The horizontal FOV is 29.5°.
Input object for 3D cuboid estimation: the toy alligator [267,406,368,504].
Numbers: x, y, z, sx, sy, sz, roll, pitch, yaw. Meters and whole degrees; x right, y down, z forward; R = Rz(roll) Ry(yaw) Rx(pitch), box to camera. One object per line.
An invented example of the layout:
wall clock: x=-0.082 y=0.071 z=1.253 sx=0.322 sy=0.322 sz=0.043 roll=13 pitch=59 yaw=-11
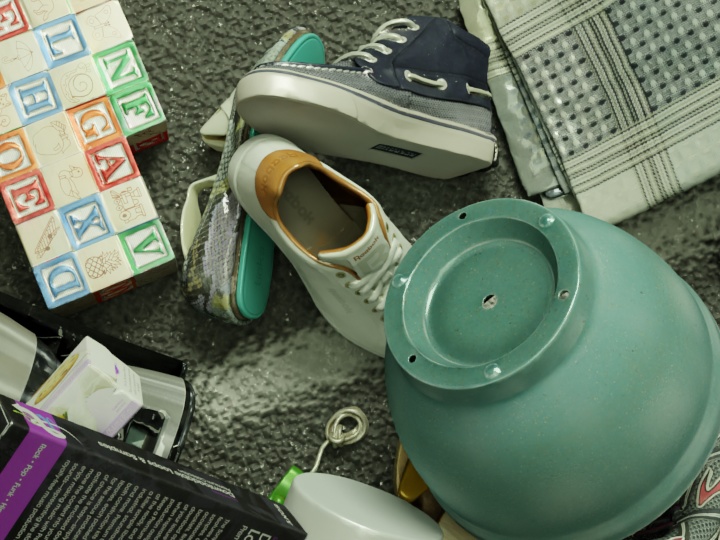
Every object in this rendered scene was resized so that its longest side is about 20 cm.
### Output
toy alligator: x=-0.059 y=0.166 z=0.867 sx=0.059 sy=0.054 sz=0.200 roll=38 pitch=80 yaw=1

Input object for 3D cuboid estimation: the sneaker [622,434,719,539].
sneaker: x=0.194 y=0.145 z=0.843 sx=0.080 sy=0.200 sz=0.075 roll=-19 pitch=94 yaw=36

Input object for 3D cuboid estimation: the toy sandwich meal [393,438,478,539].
toy sandwich meal: x=0.110 y=0.140 z=0.878 sx=0.203 sy=0.070 sz=0.207 roll=1 pitch=82 yaw=-5

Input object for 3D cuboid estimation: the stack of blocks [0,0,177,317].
stack of blocks: x=-0.183 y=-0.084 z=0.889 sx=0.114 sy=0.059 sz=0.201 roll=-22 pitch=84 yaw=-8

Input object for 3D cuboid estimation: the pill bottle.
pill bottle: x=-0.027 y=0.231 z=0.808 sx=0.113 sy=0.114 sz=0.201 roll=19 pitch=95 yaw=-2

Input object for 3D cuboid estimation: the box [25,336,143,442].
box: x=-0.194 y=0.123 z=0.721 sx=0.039 sy=0.041 sz=0.200 roll=41 pitch=97 yaw=-21

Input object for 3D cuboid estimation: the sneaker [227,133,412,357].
sneaker: x=0.000 y=0.000 z=0.852 sx=0.200 sy=0.085 sz=0.073 roll=42 pitch=84 yaw=-27

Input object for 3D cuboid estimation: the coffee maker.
coffee maker: x=-0.214 y=0.066 z=0.823 sx=0.199 sy=0.192 sz=0.135 roll=26 pitch=103 yaw=-22

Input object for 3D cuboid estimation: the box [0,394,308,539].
box: x=-0.141 y=0.160 z=0.715 sx=0.199 sy=0.036 sz=0.143 roll=30 pitch=99 yaw=-37

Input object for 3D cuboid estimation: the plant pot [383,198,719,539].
plant pot: x=0.093 y=0.043 z=0.779 sx=0.199 sy=0.134 sz=0.202 roll=-18 pitch=51 yaw=23

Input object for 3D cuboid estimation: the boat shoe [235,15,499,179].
boat shoe: x=0.006 y=-0.124 z=0.880 sx=0.199 sy=0.074 sz=0.094 roll=13 pitch=72 yaw=-40

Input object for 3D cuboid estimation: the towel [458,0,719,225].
towel: x=0.174 y=-0.139 z=0.893 sx=0.199 sy=0.034 sz=0.194 roll=-25 pitch=84 yaw=28

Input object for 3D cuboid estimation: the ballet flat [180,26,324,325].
ballet flat: x=-0.079 y=-0.067 z=0.895 sx=0.071 sy=0.072 sz=0.202 roll=14 pitch=81 yaw=-3
